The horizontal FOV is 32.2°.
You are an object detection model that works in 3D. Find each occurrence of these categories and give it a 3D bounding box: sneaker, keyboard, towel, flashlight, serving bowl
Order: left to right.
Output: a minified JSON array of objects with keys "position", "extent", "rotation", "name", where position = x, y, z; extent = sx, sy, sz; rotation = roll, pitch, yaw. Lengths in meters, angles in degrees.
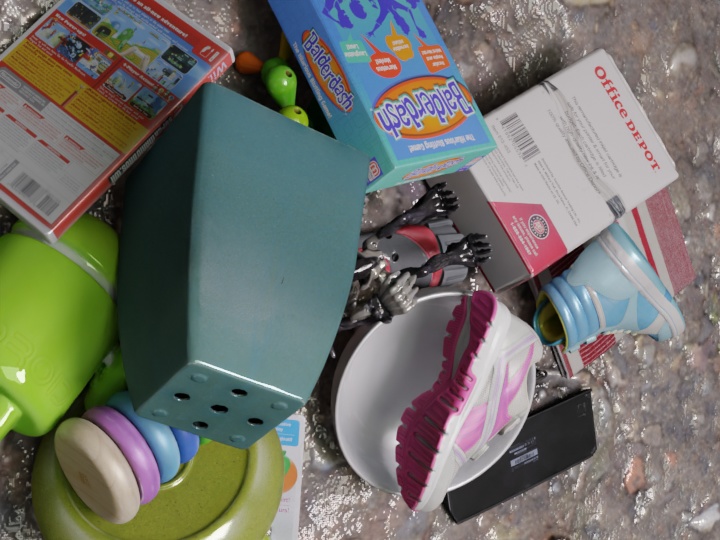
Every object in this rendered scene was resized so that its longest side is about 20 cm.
[{"position":[0.000,0.000,1.107],"extent":[0.197,0.067,0.069],"rotation":[-12,110,-31],"name":"flashlight"},{"position":[0.059,0.103,1.141],"extent":[0.197,0.066,0.204],"rotation":[-8,113,-18],"name":"serving bowl"},{"position":[0.099,0.124,1.082],"extent":[0.087,0.081,0.202],"rotation":[20,103,-26],"name":"sneaker"},{"position":[0.156,0.162,1.248],"extent":[0.198,0.020,0.129],"rotation":[-20,110,-30],"name":"keyboard"},{"position":[0.241,0.041,1.243],"extent":[0.130,0.080,0.200],"rotation":[-38,140,8],"name":"sneaker"},{"position":[0.259,0.000,1.294],"extent":[0.199,0.023,0.146],"rotation":[-34,113,-23],"name":"towel"}]

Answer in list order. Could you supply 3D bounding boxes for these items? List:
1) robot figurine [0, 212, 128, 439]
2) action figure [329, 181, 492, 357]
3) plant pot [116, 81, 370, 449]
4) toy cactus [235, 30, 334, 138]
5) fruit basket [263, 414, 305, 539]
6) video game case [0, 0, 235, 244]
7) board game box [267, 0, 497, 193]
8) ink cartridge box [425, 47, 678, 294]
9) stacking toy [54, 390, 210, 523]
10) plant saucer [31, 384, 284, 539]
[{"position":[-0.241,0.038,0.923],"extent":[0.174,0.116,0.201],"rotation":[36,62,-7],"name":"robot figurine"},{"position":[0.006,-0.011,1.023],"extent":[0.198,0.102,0.120],"rotation":[-24,80,-26],"name":"action figure"},{"position":[-0.091,0.009,0.878],"extent":[0.140,0.141,0.203],"rotation":[22,52,-26],"name":"plant pot"},{"position":[-0.060,-0.099,1.051],"extent":[0.166,0.101,0.202],"rotation":[70,33,-43],"name":"toy cactus"},{"position":[-0.137,0.204,0.987],"extent":[0.182,0.094,0.204],"rotation":[6,74,-7],"name":"fruit basket"},{"position":[-0.210,-0.131,0.936],"extent":[0.200,0.142,0.018],"rotation":[-48,160,-18],"name":"video game case"},{"position":[0.016,-0.171,1.037],"extent":[0.151,0.045,0.202],"rotation":[-17,78,-50],"name":"board game box"},{"position":[0.177,-0.095,1.172],"extent":[0.199,0.084,0.146],"rotation":[-32,89,-25],"name":"ink cartridge box"},{"position":[-0.130,0.099,0.944],"extent":[0.199,0.085,0.086],"rotation":[-37,113,-34],"name":"stacking toy"},{"position":[-0.156,0.150,0.966],"extent":[0.199,0.200,0.031],"rotation":[-33,154,-24],"name":"plant saucer"}]
